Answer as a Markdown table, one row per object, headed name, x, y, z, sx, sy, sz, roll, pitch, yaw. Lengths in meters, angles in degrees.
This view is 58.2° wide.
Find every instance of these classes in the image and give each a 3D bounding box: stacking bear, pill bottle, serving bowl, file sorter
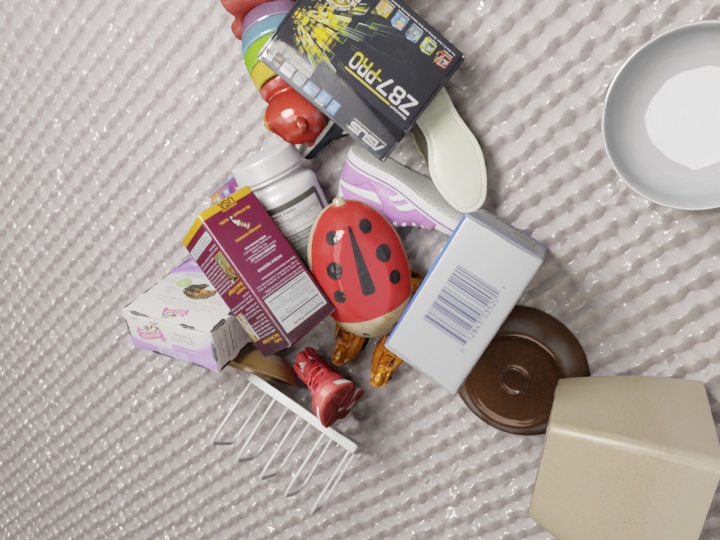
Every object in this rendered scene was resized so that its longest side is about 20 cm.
| name | x | y | z | sx | sy | sz | roll | pitch | yaw |
| --- | --- | --- | --- | --- | --- | --- | --- | --- | --- |
| stacking bear | -0.101 | -0.264 | 0.860 | 0.112 | 0.121 | 0.202 | -15 | 82 | -2 |
| pill bottle | -0.096 | -0.073 | 0.923 | 0.113 | 0.114 | 0.202 | -15 | 112 | 27 |
| serving bowl | 0.377 | -0.173 | 0.726 | 0.198 | 0.066 | 0.203 | 8 | 109 | 23 |
| file sorter | -0.111 | 0.274 | 1.021 | 0.199 | 0.139 | 0.125 | 31 | 80 | 12 |

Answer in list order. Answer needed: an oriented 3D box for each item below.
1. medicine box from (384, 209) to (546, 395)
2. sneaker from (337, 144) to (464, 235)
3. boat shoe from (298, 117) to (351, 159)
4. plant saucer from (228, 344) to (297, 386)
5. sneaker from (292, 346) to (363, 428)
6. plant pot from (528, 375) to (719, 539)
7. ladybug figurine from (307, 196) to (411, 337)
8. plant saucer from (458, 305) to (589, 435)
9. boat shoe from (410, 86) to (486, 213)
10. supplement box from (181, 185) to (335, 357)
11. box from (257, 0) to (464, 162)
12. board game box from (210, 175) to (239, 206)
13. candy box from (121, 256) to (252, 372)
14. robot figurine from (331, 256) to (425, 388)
| name | x | y | z | sx | sy | sz | roll | pitch | yaw |
| --- | --- | --- | --- | --- | --- | --- | --- | --- | --- |
| medicine box | 0.138 | 0.029 | 0.803 | 0.102 | 0.200 | 0.183 | 33 | 104 | 11 |
| sneaker | 0.054 | -0.080 | 0.905 | 0.200 | 0.072 | 0.115 | 35 | 122 | 21 |
| boat shoe | -0.019 | -0.216 | 0.890 | 0.060 | 0.076 | 0.200 | 21 | 140 | -27 |
| plant saucer | -0.189 | 0.138 | 1.033 | 0.198 | 0.200 | 0.036 | 13 | 76 | 20 |
| sneaker | -0.067 | 0.170 | 0.971 | 0.115 | 0.200 | 0.079 | 36 | 81 | 14 |
| plant pot | 0.315 | 0.242 | 0.806 | 0.175 | 0.200 | 0.202 | 14 | 112 | 18 |
| ladybug figurine | 0.000 | 0.000 | 0.862 | 0.134 | 0.072 | 0.202 | -22 | 103 | -2 |
| plant saucer | 0.219 | 0.150 | 0.917 | 0.198 | 0.037 | 0.203 | 7 | 108 | 22 |
| boat shoe | 0.108 | -0.172 | 0.851 | 0.071 | 0.060 | 0.203 | -25 | 96 | 6 |
| supplement box | -0.138 | 0.006 | 0.863 | 0.201 | 0.085 | 0.110 | 55 | 150 | -3 |
| box | 0.001 | -0.257 | 0.786 | 0.199 | 0.049 | 0.162 | 39 | 100 | -7 |
| board game box | -0.159 | -0.084 | 1.010 | 0.199 | 0.039 | 0.159 | -30 | 93 | 29 |
| candy box | -0.224 | 0.050 | 0.979 | 0.166 | 0.200 | 0.072 | 12 | 125 | 26 |
| robot figurine | 0.031 | 0.068 | 0.962 | 0.144 | 0.058 | 0.202 | 25 | 115 | 14 |
